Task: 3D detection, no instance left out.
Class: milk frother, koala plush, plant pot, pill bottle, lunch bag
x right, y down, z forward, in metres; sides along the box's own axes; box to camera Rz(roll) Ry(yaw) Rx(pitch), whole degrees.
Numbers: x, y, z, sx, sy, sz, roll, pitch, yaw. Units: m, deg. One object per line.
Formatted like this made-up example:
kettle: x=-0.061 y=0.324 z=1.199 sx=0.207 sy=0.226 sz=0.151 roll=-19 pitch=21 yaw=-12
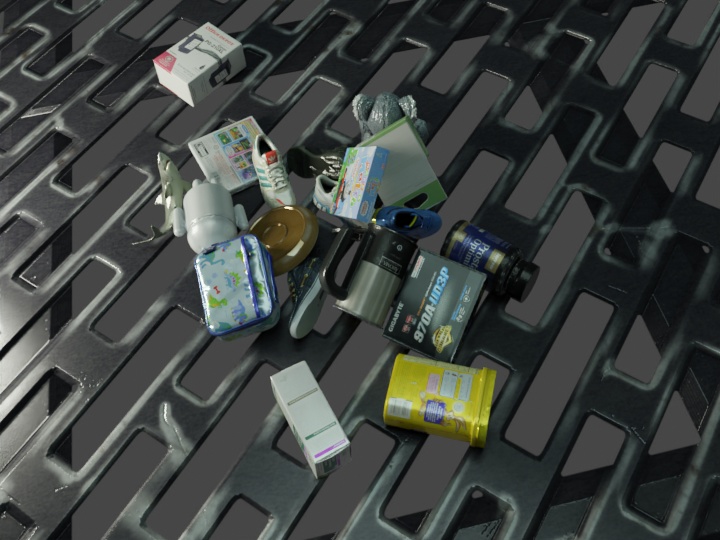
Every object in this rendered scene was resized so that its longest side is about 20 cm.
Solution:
milk frother: x=0.000 y=0.000 z=1.662 sx=0.178 sy=0.200 sz=0.191 roll=26 pitch=85 yaw=-5
koala plush: x=0.066 y=-0.332 z=1.847 sx=0.173 sy=0.202 sz=0.187 roll=9 pitch=56 yaw=9
plant pot: x=-0.186 y=-0.072 z=1.747 sx=0.196 sy=0.028 sz=0.203 roll=-15 pitch=48 yaw=17
pill bottle: x=0.274 y=-0.016 z=1.673 sx=0.198 sy=0.113 sz=0.112 roll=30 pitch=61 yaw=22
lunch bag: x=-0.254 y=0.034 z=1.651 sx=0.157 sy=0.083 sz=0.204 roll=-16 pitch=70 yaw=7

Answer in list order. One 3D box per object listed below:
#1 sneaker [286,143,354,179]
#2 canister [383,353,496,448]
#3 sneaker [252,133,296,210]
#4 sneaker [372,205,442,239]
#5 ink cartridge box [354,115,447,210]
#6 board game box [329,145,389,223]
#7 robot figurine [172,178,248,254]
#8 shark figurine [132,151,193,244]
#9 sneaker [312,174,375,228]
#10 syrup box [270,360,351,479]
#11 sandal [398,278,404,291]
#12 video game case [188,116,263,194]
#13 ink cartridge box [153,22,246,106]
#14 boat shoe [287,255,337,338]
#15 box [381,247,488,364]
sneaker: x=-0.082 y=-0.263 z=1.891 sx=0.196 sy=0.078 sz=0.113 roll=9 pitch=19 yaw=37
canister: x=0.153 y=0.246 z=1.516 sx=0.196 sy=0.087 sz=0.151 roll=10 pitch=56 yaw=12
sneaker: x=-0.206 y=-0.228 z=1.839 sx=0.069 sy=0.094 sz=0.203 roll=-19 pitch=70 yaw=-12
sneaker: x=0.119 y=-0.102 z=1.716 sx=0.197 sy=0.068 sz=0.078 roll=2 pitch=4 yaw=-41
ink cartridge box: x=0.093 y=-0.225 z=1.785 sx=0.144 sy=0.202 sz=0.048 roll=-26 pitch=13 yaw=20
board game box: x=-0.005 y=-0.184 z=1.673 sx=0.036 sy=0.200 sz=0.154 roll=15 pitch=92 yaw=-20
robot figurine: x=-0.336 y=-0.113 z=1.772 sx=0.166 sy=0.114 sz=0.203 roll=-7 pitch=54 yaw=-11
shark figurine: x=-0.459 y=-0.149 z=1.843 sx=0.088 sy=0.128 sz=0.219 roll=-4 pitch=70 yaw=30
sneaker: x=-0.030 y=-0.155 z=1.801 sx=0.198 sy=0.087 sz=0.075 roll=29 pitch=59 yaw=19
syrup box: x=-0.094 y=0.284 z=1.506 sx=0.080 sy=0.079 sz=0.202 roll=-24 pitch=58 yaw=-14
sandal: x=0.060 y=-0.036 z=1.735 sx=0.080 sy=0.050 sz=0.206 roll=4 pitch=57 yaw=8
video game case: x=-0.305 y=-0.280 z=1.941 sx=0.179 sy=0.024 sz=0.201 roll=-26 pitch=57 yaw=-15
ink cartridge box: x=-0.423 y=-0.550 z=2.095 sx=0.144 sy=0.085 sz=0.200 roll=35 pitch=64 yaw=23
boat shoe: x=-0.126 y=0.053 z=1.679 sx=0.089 sy=0.072 sz=0.202 roll=13 pitch=53 yaw=20
box: x=0.154 y=0.076 z=1.614 sx=0.156 sy=0.046 sz=0.203 roll=23 pitch=82 yaw=18
